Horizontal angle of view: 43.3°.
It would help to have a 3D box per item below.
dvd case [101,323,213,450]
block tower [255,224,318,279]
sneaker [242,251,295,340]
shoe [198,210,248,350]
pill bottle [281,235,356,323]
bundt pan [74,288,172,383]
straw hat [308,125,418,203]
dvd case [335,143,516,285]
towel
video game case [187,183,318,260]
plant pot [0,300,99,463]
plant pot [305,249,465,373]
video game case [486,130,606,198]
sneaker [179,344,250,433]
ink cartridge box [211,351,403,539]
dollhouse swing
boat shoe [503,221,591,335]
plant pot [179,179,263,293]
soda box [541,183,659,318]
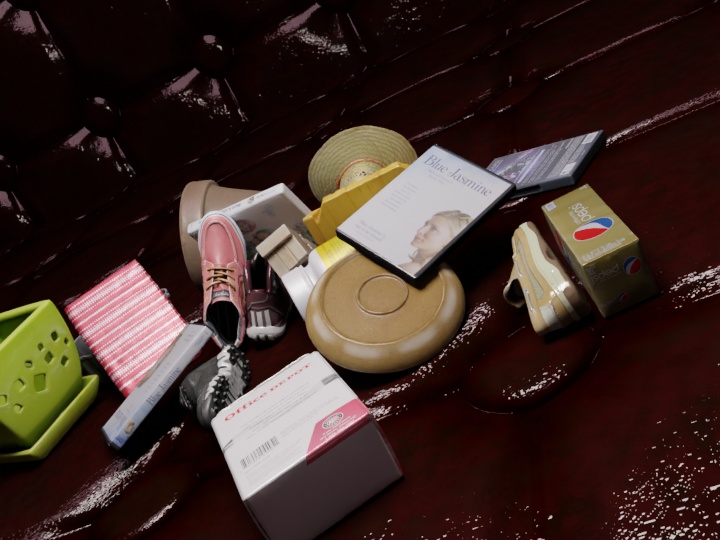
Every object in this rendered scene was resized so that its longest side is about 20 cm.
[{"bbox_3d":[-0.286,0.156,1.265,0.201,0.018,0.142,-53,15,-15],"label":"dvd case"},{"bbox_3d":[-0.088,-0.013,1.330,0.054,0.058,0.200,-41,-15,4],"label":"block tower"},{"bbox_3d":[-0.136,0.011,1.372,0.074,0.117,0.201,-5,27,2],"label":"sneaker"},{"bbox_3d":[-0.202,0.016,1.347,0.070,0.203,0.091,-7,13,-1],"label":"shoe"},{"bbox_3d":[0.000,0.000,1.231,0.198,0.115,0.114,-30,20,-3],"label":"pill bottle"},{"bbox_3d":[-0.394,0.118,1.546,0.200,0.076,0.202,-26,21,11],"label":"bundt pan"},{"bbox_3d":[0.006,-0.128,1.470,0.199,0.201,0.086,-21,43,21],"label":"straw hat"},{"bbox_3d":[0.084,-0.076,1.158,0.142,0.018,0.200,31,61,34],"label":"dvd case"},{"bbox_3d":[-0.358,0.094,1.436,0.144,0.200,0.023,-36,-20,-16],"label":"towel"},{"bbox_3d":[-0.143,-0.045,1.440,0.180,0.200,0.024,-20,51,23],"label":"video game case"},{"bbox_3d":[-0.545,0.187,1.423,0.197,0.183,0.201,-14,29,38],"label":"plant pot"},{"bbox_3d":[0.027,0.035,1.098,0.197,0.028,0.202,-6,47,6],"label":"plant pot"},{"bbox_3d":[0.260,-0.152,1.381,0.198,0.019,0.143,-12,26,43],"label":"video game case"},{"bbox_3d":[-0.197,0.167,1.181,0.090,0.067,0.200,-29,16,8],"label":"sneaker"},{"bbox_3d":[-0.062,0.179,0.932,0.145,0.085,0.200,-33,22,-9],"label":"ink cartridge box"},{"bbox_3d":[0.041,-0.101,1.368,0.198,0.183,0.177,-24,31,16],"label":"dollhouse swing"},{"bbox_3d":[0.192,0.008,1.023,0.076,0.072,0.200,-37,18,12],"label":"boat shoe"},{"bbox_3d":[-0.210,-0.067,1.619,0.172,0.203,0.201,-6,24,8],"label":"plant pot"},{"bbox_3d":[0.260,-0.027,1.004,0.063,0.068,0.200,-25,20,9],"label":"soda box"}]
